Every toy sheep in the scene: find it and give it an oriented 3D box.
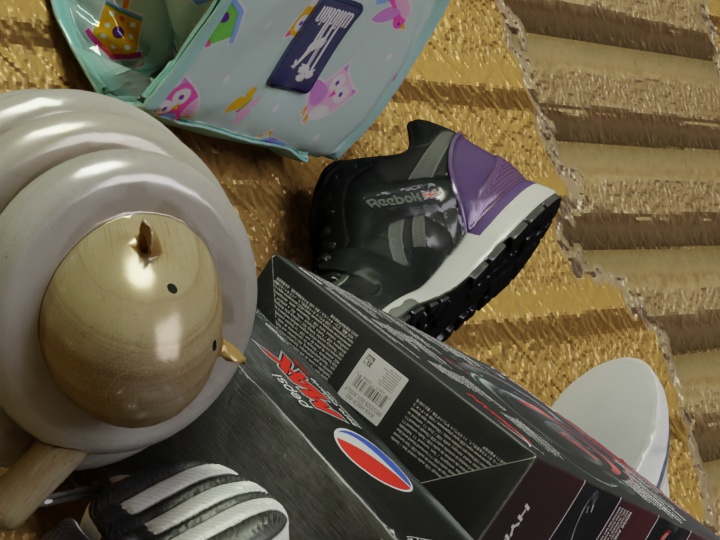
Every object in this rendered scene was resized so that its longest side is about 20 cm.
[{"bbox_3d":[-0.106,0.004,0.817,0.138,0.200,0.138,-12,113,-30],"label":"toy sheep"}]

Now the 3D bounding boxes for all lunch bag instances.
[{"bbox_3d":[-0.043,-0.150,1.049,0.170,0.122,0.201,8,84,-62],"label":"lunch bag"}]

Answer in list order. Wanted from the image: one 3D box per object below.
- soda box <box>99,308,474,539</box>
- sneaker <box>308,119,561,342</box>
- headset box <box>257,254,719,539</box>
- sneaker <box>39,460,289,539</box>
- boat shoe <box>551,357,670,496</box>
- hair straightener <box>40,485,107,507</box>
[{"bbox_3d":[-0.037,0.071,0.878,0.200,0.071,0.063,45,14,36],"label":"soda box"},{"bbox_3d":[0.000,0.000,1.102,0.088,0.076,0.200,38,42,13],"label":"sneaker"},{"bbox_3d":[0.046,0.085,0.986,0.149,0.075,0.200,37,5,35],"label":"headset box"},{"bbox_3d":[-0.103,0.146,0.759,0.200,0.076,0.116,-22,127,-28],"label":"sneaker"},{"bbox_3d":[0.120,0.136,1.200,0.066,0.072,0.200,50,36,-39],"label":"boat shoe"},{"bbox_3d":[-0.123,0.141,0.814,0.077,0.041,0.200,51,41,-30],"label":"hair straightener"}]
